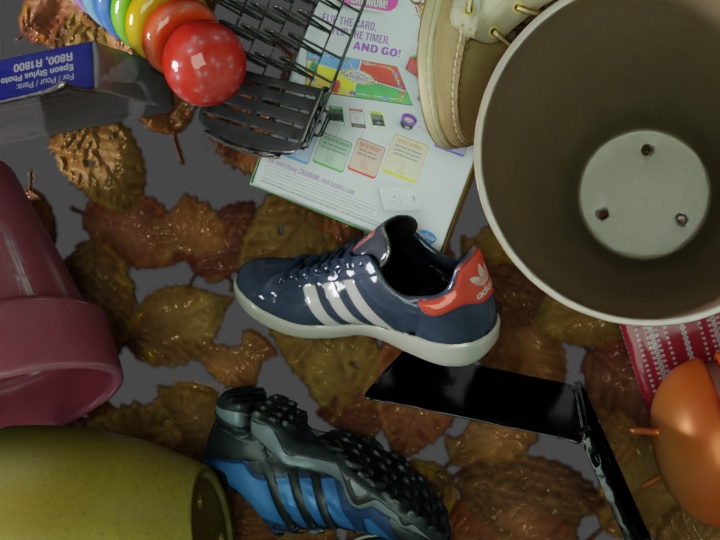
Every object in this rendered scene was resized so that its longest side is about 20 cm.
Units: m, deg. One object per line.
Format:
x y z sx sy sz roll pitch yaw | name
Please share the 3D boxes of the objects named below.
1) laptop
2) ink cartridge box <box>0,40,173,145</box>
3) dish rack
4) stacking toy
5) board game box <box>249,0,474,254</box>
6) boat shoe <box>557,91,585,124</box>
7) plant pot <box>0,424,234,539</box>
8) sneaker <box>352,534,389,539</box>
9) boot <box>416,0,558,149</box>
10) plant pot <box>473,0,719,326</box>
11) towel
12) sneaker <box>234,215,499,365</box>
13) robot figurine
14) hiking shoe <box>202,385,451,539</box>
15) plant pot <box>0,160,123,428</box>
0.108 0.135 0.738 0.115 0.187 0.201 -24 90 11 | laptop
-0.253 -0.118 0.774 0.198 0.200 0.041 -10 93 9 | ink cartridge box
-0.057 -0.180 0.769 0.153 0.054 0.202 22 91 48 | dish rack
-0.140 -0.175 0.761 0.085 0.085 0.200 -47 50 9 | stacking toy
0.025 -0.128 0.808 0.152 0.040 0.202 22 97 7 | board game box
0.160 -0.165 0.769 0.062 0.071 0.201 38 100 14 | boat shoe
-0.168 0.199 0.783 0.141 0.200 0.202 -10 92 8 | plant pot
-0.028 0.247 0.820 0.198 0.084 0.076 -18 91 10 | sneaker
0.124 -0.169 0.713 0.154 0.073 0.202 12 90 28 | boot
0.174 -0.058 0.689 0.185 0.200 0.189 -1 86 13 | plant pot
0.280 0.015 0.786 0.198 0.022 0.146 -18 93 12 | towel
0.000 0.000 0.771 0.198 0.075 0.085 8 126 23 | sneaker
0.276 0.100 0.728 0.198 0.144 0.118 -15 93 11 | robot figurine
-0.028 0.163 0.828 0.199 0.074 0.087 28 106 16 | hiking shoe
-0.289 0.025 0.804 0.199 0.200 0.180 -23 75 10 | plant pot
